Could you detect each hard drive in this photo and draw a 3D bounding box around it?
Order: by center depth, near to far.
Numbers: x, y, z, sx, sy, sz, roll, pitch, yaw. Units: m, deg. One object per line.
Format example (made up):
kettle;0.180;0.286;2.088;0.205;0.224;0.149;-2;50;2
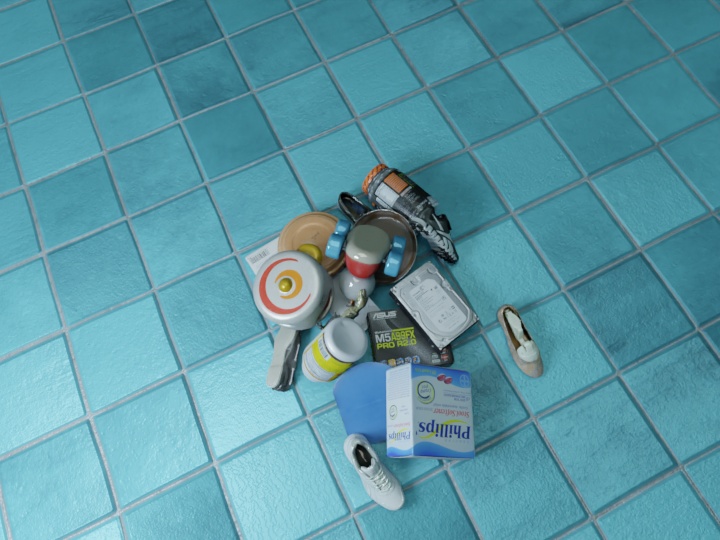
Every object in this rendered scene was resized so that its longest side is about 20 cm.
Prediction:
hard drive;0.186;0.090;1.385;0.139;0.038;0.200;-34;74;-18

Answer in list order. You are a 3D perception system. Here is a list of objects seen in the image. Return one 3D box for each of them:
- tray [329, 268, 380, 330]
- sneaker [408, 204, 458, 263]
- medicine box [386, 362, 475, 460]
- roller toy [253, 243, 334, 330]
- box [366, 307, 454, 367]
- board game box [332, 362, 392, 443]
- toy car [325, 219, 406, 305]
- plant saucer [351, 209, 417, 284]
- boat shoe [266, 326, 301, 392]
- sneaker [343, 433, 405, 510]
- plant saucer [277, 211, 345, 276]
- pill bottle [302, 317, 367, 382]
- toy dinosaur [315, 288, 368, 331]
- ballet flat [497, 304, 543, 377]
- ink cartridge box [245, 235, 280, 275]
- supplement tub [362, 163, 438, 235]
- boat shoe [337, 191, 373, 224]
tray;-0.040;0.080;1.456;0.107;0.022;0.200;-38;72;-11
sneaker;0.213;-0.099;1.436;0.066;0.200;0.091;16;68;53
medicine box;0.161;0.331;1.263;0.181;0.103;0.201;13;65;-29
roller toy;-0.162;0.048;1.341;0.199;0.140;0.183;-25;72;5
box;0.124;0.175;1.386;0.199;0.044;0.161;-6;68;-8
board game box;0.024;0.319;1.331;0.157;0.039;0.201;-19;95;1
toy car;0.000;0.000;1.397;0.183;0.201;0.177;17;29;1
plant saucer;0.060;-0.063;1.465;0.199;0.032;0.201;1;92;23
boat shoe;-0.187;0.213;1.400;0.067;0.057;0.201;-6;58;39
sneaker;0.030;0.469;1.252;0.078;0.099;0.200;-39;80;-11
plant saucer;-0.125;-0.070;1.466;0.199;0.032;0.201;-1;68;2
pill bottle;-0.070;0.199;1.309;0.109;0.200;0.110;15;55;-22
toy dinosaur;-0.055;0.126;1.346;0.200;0.088;0.048;-48;62;25
ballet flat;0.403;0.175;1.376;0.068;0.067;0.201;-24;70;-6
ink cartridge box;-0.185;-0.015;1.488;0.200;0.045;0.177;-32;71;-9
supplement tub;0.108;-0.199;1.506;0.200;0.123;0.122;42;76;17
boat shoe;0.009;-0.146;1.525;0.200;0.057;0.069;40;75;16
